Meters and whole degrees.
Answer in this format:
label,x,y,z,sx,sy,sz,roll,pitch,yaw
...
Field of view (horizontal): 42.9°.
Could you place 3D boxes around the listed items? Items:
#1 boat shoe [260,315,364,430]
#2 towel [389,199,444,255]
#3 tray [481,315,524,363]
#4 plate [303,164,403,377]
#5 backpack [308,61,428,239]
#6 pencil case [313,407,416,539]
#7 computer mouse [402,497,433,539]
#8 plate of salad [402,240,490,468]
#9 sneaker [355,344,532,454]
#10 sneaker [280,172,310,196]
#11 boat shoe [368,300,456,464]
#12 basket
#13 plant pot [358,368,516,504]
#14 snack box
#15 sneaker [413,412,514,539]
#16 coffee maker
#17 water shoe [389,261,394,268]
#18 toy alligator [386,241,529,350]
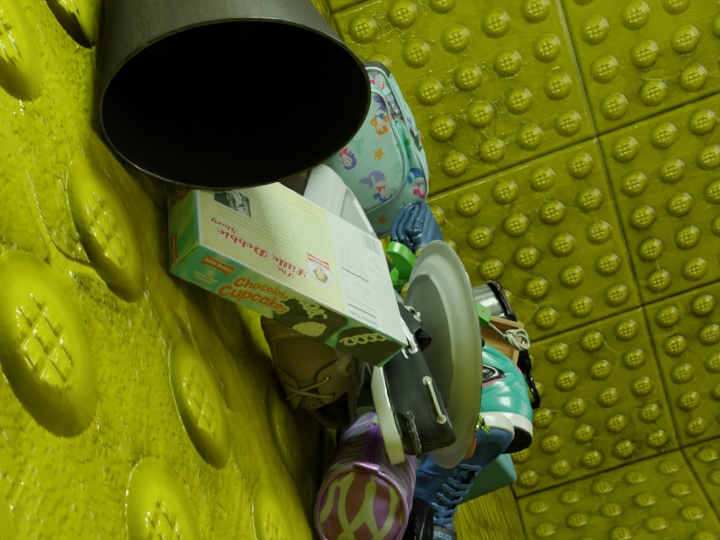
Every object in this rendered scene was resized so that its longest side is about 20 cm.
label,x,y,z,sx,sy,sz,roll,pitch,yaw
boat shoe,-0.036,0.087,0.786,0.200,0.072,0.065,66,23,-64
towel,0.086,0.026,1.053,0.112,0.048,0.200,-67,137,-62
tray,0.114,0.098,1.250,0.037,0.199,0.099,104,1,-73
plate,0.000,0.000,0.932,0.200,0.032,0.200,61,15,-22
backpack,-0.009,-0.131,1.098,0.151,0.177,0.200,-87,154,-67
pencil case,0.010,0.181,0.812,0.200,0.084,0.086,-62,168,-81
computer mouse,0.031,0.285,0.786,0.200,0.034,0.059,-72,158,-45
plate of salad,0.078,0.073,0.815,0.200,0.048,0.201,179,-90,-76
sneaker,0.087,0.127,0.977,0.084,0.199,0.121,69,27,-46
sneaker,-0.054,-0.016,0.986,0.200,0.070,0.076,59,30,-35
boat shoe,0.032,0.066,0.779,0.074,0.060,0.200,77,-1,-50
basket,-0.106,-0.174,0.650,0.136,0.180,0.200,109,-32,-43
plant pot,0.079,0.184,1.131,0.200,0.141,0.142,52,18,-42
snack box,-0.054,-0.011,0.693,0.200,0.037,0.116,28,34,-35
sneaker,0.082,0.227,0.893,0.077,0.200,0.111,25,40,-32
coffee maker,0.133,0.129,1.318,0.135,0.199,0.192,80,-11,-56
water shoe,0.010,0.044,1.138,0.200,0.071,0.079,99,-30,-51
toy alligator,0.093,0.036,0.973,0.200,0.054,0.059,36,54,-22
